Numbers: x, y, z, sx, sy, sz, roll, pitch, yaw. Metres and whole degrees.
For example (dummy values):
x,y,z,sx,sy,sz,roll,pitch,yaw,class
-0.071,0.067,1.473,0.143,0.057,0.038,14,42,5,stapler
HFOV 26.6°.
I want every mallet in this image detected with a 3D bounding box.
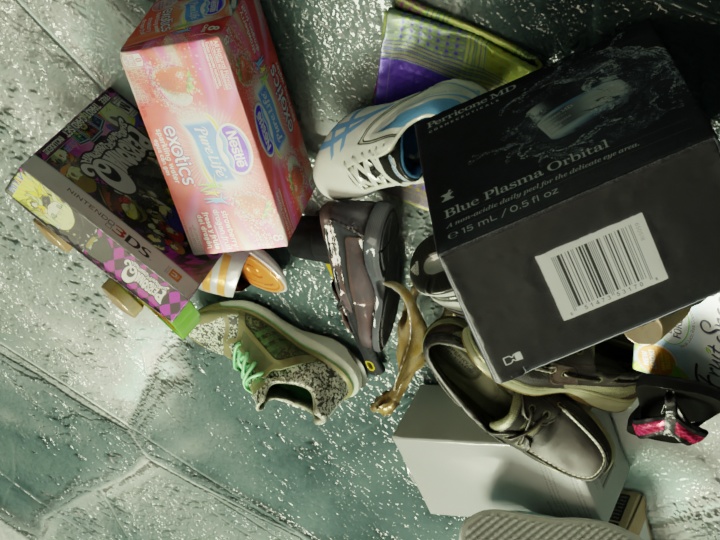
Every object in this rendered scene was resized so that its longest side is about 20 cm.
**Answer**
x,y,z,sx,sy,sz,roll,pitch,yaw,class
-0.021,0.026,1.450,0.065,0.041,0.201,13,140,25,mallet

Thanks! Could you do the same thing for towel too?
x,y,z,sx,sy,sz,roll,pitch,yaw,class
0.071,-0.119,1.248,0.142,0.023,0.201,25,140,12,towel

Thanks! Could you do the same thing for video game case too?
x,y,z,sx,sy,sz,roll,pitch,yaw,class
-0.197,-0.064,1.352,0.181,0.200,0.036,39,119,-5,video game case

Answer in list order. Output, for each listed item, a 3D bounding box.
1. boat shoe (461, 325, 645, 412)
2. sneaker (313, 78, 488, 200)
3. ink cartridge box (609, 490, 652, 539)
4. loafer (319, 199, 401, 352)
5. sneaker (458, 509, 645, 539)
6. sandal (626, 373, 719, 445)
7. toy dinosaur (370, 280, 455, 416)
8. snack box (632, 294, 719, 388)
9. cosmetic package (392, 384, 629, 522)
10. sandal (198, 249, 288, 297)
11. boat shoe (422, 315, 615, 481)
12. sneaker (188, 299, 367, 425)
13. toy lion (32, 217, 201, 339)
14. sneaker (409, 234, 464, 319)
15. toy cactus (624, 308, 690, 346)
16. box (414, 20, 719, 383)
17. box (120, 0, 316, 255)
x,y,z,sx,sy,sz,roll,pitch,yaw,class
0.173,0.067,1.292,0.198,0.074,0.065,14,132,-37,boat shoe
0.024,-0.096,1.231,0.199,0.073,0.072,-21,118,46,sneaker
0.215,0.305,1.535,0.163,0.075,0.202,6,132,32,ink cartridge box
0.000,0.000,1.357,0.062,0.073,0.201,15,148,12,loafer
0.189,0.259,1.406,0.197,0.075,0.082,17,176,6,sneaker
0.263,0.131,1.290,0.074,0.046,0.200,13,161,8,sandal
0.051,0.058,1.376,0.058,0.102,0.201,21,140,12,toy dinosaur
0.322,0.044,1.215,0.198,0.053,0.143,17,136,21,snack box
0.142,0.175,1.450,0.198,0.081,0.114,1,131,35,cosmetic package
-0.165,-0.015,1.474,0.205,0.060,0.079,27,159,14,sandal
0.131,0.120,1.316,0.200,0.066,0.072,39,111,3,boat shoe
-0.096,0.095,1.525,0.198,0.089,0.078,19,139,19,sneaker
-0.211,0.004,1.438,0.191,0.069,0.200,37,169,39,toy lion
0.152,-0.004,1.290,0.198,0.077,0.115,-12,153,24,sneaker
0.227,0.008,1.107,0.198,0.165,0.104,9,122,27,toy cactus
0.151,-0.053,1.065,0.195,0.201,0.118,-23,119,10,box
-0.116,-0.125,1.283,0.093,0.103,0.202,-5,123,20,box
